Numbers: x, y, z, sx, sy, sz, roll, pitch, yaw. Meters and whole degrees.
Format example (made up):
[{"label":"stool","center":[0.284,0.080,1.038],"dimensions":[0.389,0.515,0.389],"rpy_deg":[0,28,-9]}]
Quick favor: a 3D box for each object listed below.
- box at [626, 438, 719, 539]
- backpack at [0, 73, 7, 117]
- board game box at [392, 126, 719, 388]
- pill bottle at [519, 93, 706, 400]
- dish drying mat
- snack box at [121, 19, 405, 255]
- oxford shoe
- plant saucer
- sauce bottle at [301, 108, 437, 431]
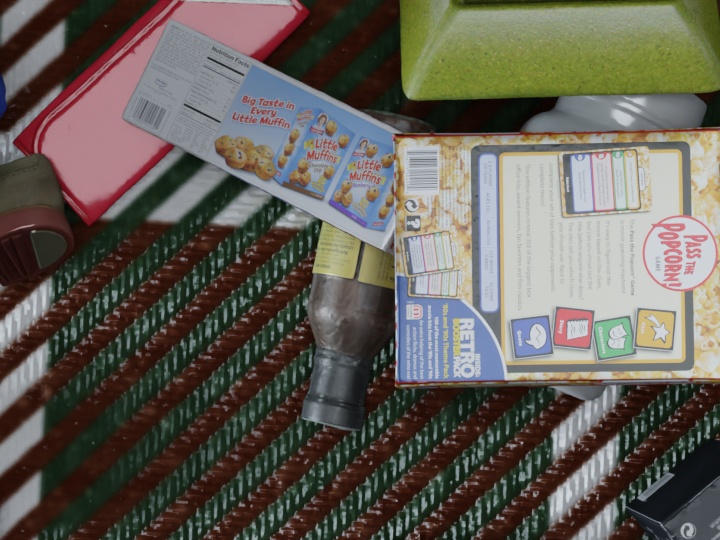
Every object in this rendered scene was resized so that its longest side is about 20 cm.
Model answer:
[{"label":"box","center":[0.242,0.180,1.598],"dimensions":[0.079,0.200,0.141],"rpy_deg":[-37,89,-1]},{"label":"backpack","center":[-0.331,-0.109,1.623],"dimensions":[0.199,0.163,0.168],"rpy_deg":[29,70,32]},{"label":"board game box","center":[0.119,-0.007,1.566],"dimensions":[0.199,0.046,0.153],"rpy_deg":[0,86,5]},{"label":"pill bottle","center":[0.136,-0.029,1.649],"dimensions":[0.116,0.116,0.201],"rpy_deg":[23,88,1]},{"label":"dish drying mat","center":[-0.129,-0.125,1.703],"dimensions":[0.200,0.018,0.077],"rpy_deg":[-43,89,-1]},{"label":"snack box","center":[-0.051,-0.085,1.653],"dimensions":[0.199,0.024,0.072],"rpy_deg":[27,90,18]},{"label":"oxford shoe","center":[-0.281,-0.019,1.687],"dimensions":[0.199,0.071,0.075],"rpy_deg":[-15,58,4]},{"label":"plant saucer","center":[0.123,-0.197,1.635],"dimensions":[0.199,0.048,0.201],"rpy_deg":[-1,51,0]},{"label":"sauce bottle","center":[0.000,0.000,1.675],"dimensions":[0.064,0.065,0.201],"rpy_deg":[13,88,1]}]
